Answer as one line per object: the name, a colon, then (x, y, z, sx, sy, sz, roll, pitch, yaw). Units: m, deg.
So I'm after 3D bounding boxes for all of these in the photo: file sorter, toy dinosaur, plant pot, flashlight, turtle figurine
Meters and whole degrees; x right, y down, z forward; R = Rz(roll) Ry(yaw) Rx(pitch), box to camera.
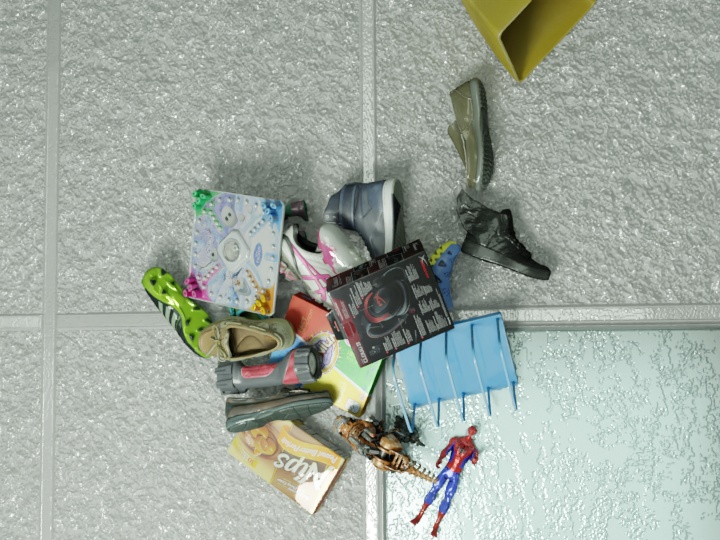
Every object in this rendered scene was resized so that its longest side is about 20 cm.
file sorter: (0.161, 0.179, 1.572, 0.196, 0.123, 0.141, -14, 110, 11)
toy dinosaur: (0.044, 0.314, 1.596, 0.102, 0.135, 0.201, -45, 68, 15)
plant pot: (0.266, -0.485, 1.590, 0.200, 0.200, 0.177, -46, 68, 6)
flashlight: (-0.167, 0.175, 1.658, 0.196, 0.069, 0.068, -7, 42, 22)
turtle figurine: (-0.196, -0.075, 1.709, 0.195, 0.101, 0.153, -4, 85, 6)

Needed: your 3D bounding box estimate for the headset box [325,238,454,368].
headset box: (0.040, 0.059, 1.558, 0.197, 0.075, 0.151, -24, 107, 3)

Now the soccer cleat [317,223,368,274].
soccer cleat: (0.000, 0.000, 1.619, 0.085, 0.070, 0.202, -18, 107, 37)

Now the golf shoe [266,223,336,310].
golf shoe: (-0.069, 0.001, 1.652, 0.199, 0.073, 0.092, 36, 109, -15)

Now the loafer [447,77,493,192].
loafer: (0.194, -0.238, 1.649, 0.068, 0.075, 0.205, -6, 80, 23)

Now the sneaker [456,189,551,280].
sneaker: (0.251, -0.061, 1.623, 0.196, 0.060, 0.106, 20, 90, 13)

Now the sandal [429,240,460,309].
sandal: (0.130, 0.044, 1.640, 0.086, 0.079, 0.203, 29, 100, 8)

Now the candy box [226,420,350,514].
candy box: (-0.131, 0.335, 1.683, 0.198, 0.055, 0.117, 32, 92, 13)

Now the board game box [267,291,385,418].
board game box: (-0.057, 0.152, 1.674, 0.197, 0.040, 0.156, 24, 102, 13)

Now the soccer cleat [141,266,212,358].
soccer cleat: (-0.341, 0.080, 1.747, 0.067, 0.081, 0.201, -39, 98, -26)

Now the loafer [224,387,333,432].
loafer: (-0.148, 0.233, 1.643, 0.196, 0.072, 0.064, -14, 63, -1)

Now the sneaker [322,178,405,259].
sneaker: (0.006, -0.060, 1.674, 0.143, 0.077, 0.207, 0, 94, 21)

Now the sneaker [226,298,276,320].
sneaker: (-0.218, 0.059, 1.710, 0.077, 0.080, 0.201, -43, 78, 6)

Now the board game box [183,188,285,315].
board game box: (-0.231, -0.035, 1.653, 0.197, 0.026, 0.205, 10, 98, 29)

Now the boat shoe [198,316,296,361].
boat shoe: (-0.212, 0.121, 1.639, 0.196, 0.063, 0.075, -10, 98, 25)

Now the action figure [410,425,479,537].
action figure: (0.152, 0.363, 1.600, 0.064, 0.099, 0.203, 26, 89, 11)
